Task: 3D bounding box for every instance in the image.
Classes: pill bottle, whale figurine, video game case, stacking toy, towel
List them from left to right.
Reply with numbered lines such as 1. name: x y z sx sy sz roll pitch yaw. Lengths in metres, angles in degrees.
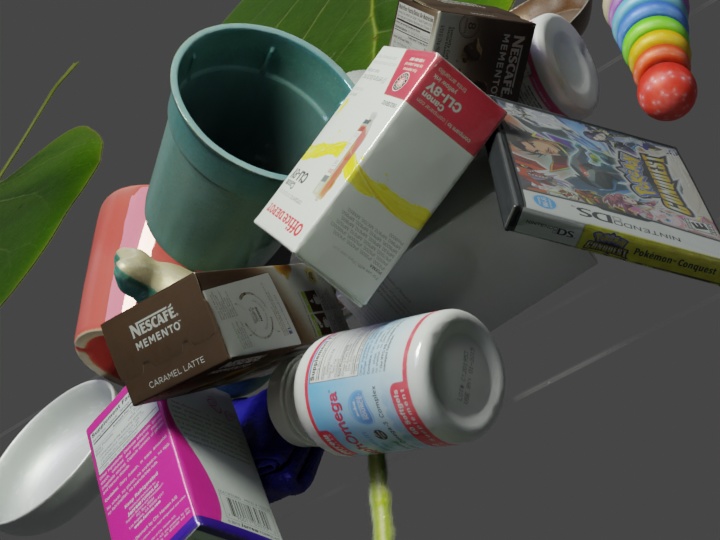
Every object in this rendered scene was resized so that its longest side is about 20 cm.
1. whale figurine: -0.176 0.057 1.293 0.104 0.200 0.159 -55 18 6
2. towel: -0.113 0.167 1.217 0.200 0.050 0.148 -21 34 37
3. pill bottle: 0.015 0.100 1.073 0.200 0.109 0.109 -15 37 44
4. pill bottle: 0.136 -0.178 1.325 0.200 0.113 0.113 -21 33 37
5. video game case: 0.193 -0.070 1.029 0.200 0.181 0.026 -92 18 -57
6. stacking toy: 0.286 -0.215 1.222 0.085 0.085 0.200 -30 33 24

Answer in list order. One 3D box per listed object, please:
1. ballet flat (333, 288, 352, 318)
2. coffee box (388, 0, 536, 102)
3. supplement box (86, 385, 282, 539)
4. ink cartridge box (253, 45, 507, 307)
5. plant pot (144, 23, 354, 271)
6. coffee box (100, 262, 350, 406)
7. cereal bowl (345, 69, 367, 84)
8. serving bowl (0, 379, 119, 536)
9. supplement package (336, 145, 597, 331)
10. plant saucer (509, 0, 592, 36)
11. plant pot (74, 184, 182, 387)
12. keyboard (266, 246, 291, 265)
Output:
1. ballet flat: 0.000 0.000 1.300 0.200 0.064 0.076 -36 26 12
2. coffee box: 0.081 -0.154 1.217 0.080 0.113 0.200 39 122 54
3. supplement box: -0.156 0.189 1.107 0.103 0.101 0.200 -46 40 18
4. ink cartridge box: 0.012 -0.085 1.077 0.200 0.083 0.145 -54 22 0
5. plant pot: -0.120 -0.107 1.270 0.196 0.200 0.200 -56 9 47
6. coffee box: -0.114 0.052 1.125 0.114 0.080 0.200 -28 -10 26
7. cereal bowl: -0.021 -0.122 1.374 0.200 0.083 0.200 -172 90 -76
8. serving bowl: -0.328 0.218 1.417 0.200 0.066 0.200 -33 27 20
9. supplement package: 0.090 -0.021 1.141 0.200 0.120 0.121 -34 27 18
10. plant saucer: 0.183 -0.258 1.454 0.200 0.034 0.200 -30 22 13
11. plant pot: -0.231 0.031 1.447 0.200 0.200 0.177 -17 46 41
12. keyboard: -0.110 -0.056 1.432 0.021 0.127 0.200 -9 50 23
